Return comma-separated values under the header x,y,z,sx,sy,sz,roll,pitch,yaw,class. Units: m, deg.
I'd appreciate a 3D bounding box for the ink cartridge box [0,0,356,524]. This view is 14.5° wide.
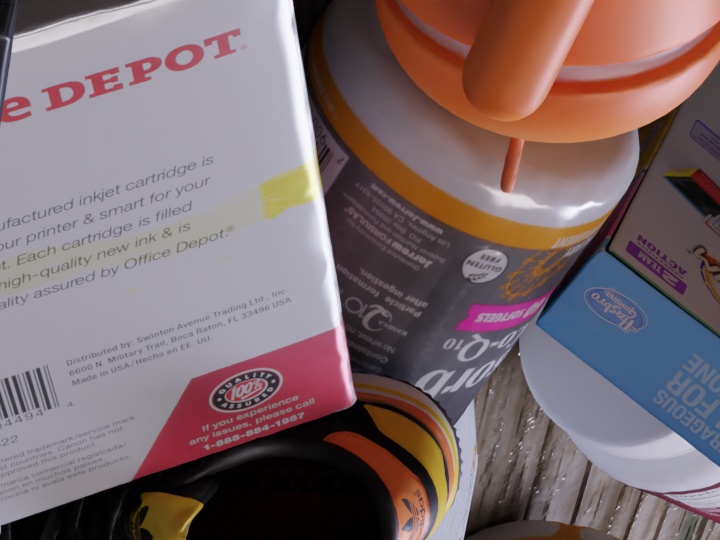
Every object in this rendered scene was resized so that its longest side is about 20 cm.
x,y,z,sx,sy,sz,roll,pitch,yaw,class
-0.089,-0.026,0.807,0.145,0.083,0.200,-17,142,-8,ink cartridge box

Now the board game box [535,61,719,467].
x,y,z,sx,sy,sz,roll,pitch,yaw,class
0.156,0.008,1.032,0.040,0.153,0.200,-51,-178,31,board game box

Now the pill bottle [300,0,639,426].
x,y,z,sx,sy,sz,roll,pitch,yaw,class
0.000,0.000,0.973,0.116,0.116,0.200,-8,143,-42,pill bottle

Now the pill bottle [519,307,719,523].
x,y,z,sx,sy,sz,roll,pitch,yaw,class
0.150,0.046,1.223,0.114,0.114,0.200,-41,153,12,pill bottle

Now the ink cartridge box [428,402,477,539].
x,y,z,sx,sy,sz,roll,pitch,yaw,class
0.008,0.112,1.112,0.047,0.198,0.200,9,151,12,ink cartridge box

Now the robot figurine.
x,y,z,sx,sy,sz,roll,pitch,yaw,class
0.060,-0.119,0.824,0.117,0.144,0.200,-17,138,-18,robot figurine

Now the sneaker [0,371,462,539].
x,y,z,sx,sy,sz,roll,pitch,yaw,class
-0.071,0.070,0.897,0.200,0.070,0.090,-3,-170,9,sneaker

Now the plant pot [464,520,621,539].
x,y,z,sx,sy,sz,roll,pitch,yaw,class
0.085,0.230,1.395,0.200,0.200,0.183,-20,134,-27,plant pot

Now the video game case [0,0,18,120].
x,y,z,sx,sy,sz,roll,pitch,yaw,class
-0.192,-0.023,0.701,0.200,0.026,0.181,9,141,-7,video game case
